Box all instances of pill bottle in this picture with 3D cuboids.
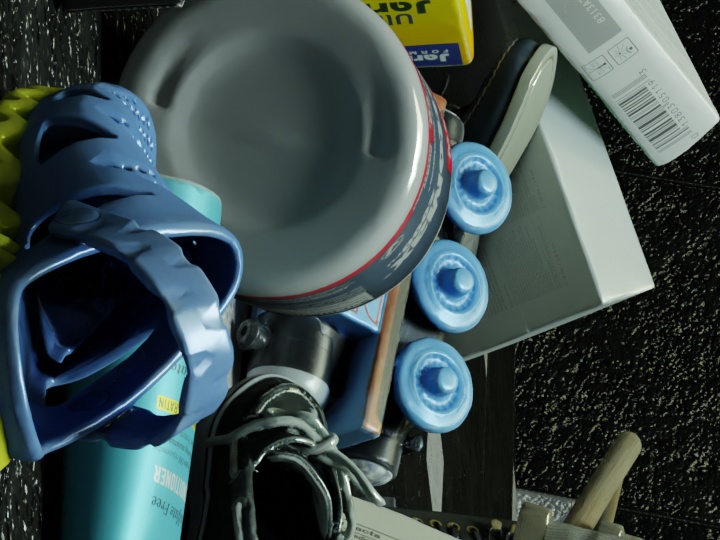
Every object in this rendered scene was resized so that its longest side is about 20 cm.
[{"bbox_3d":[-0.024,-0.043,1.173,0.200,0.119,0.121,33,55,-83],"label":"pill bottle"}]

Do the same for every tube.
[{"bbox_3d":[-0.079,0.070,0.985,0.077,0.050,0.201,41,50,-65],"label":"tube"}]

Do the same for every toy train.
[{"bbox_3d":[0.000,0.000,1.425,0.087,0.114,0.201,-22,-132,51],"label":"toy train"}]

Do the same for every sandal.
[{"bbox_3d":[-0.073,0.002,0.853,0.200,0.086,0.080,-84,168,-63],"label":"sandal"}]

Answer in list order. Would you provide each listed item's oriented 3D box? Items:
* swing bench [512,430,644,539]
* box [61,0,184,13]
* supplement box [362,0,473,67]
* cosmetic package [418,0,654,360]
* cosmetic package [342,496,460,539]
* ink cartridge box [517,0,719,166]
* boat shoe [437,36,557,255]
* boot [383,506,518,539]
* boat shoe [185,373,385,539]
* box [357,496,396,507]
[{"bbox_3d":[0.182,0.178,1.444,0.200,0.198,0.131,-25,128,-69],"label":"swing bench"},{"bbox_3d":[-0.079,-0.200,1.064,0.200,0.044,0.161,-80,166,-65],"label":"box"},{"bbox_3d":[-0.008,-0.186,1.424,0.200,0.109,0.110,72,17,-66],"label":"supplement box"},{"bbox_3d":[0.060,-0.059,1.613,0.052,0.150,0.201,-16,85,-47],"label":"cosmetic package"},{"bbox_3d":[-0.007,0.190,1.229,0.200,0.103,0.088,-80,-166,-58],"label":"cosmetic package"},{"bbox_3d":[0.109,-0.172,1.585,0.161,0.050,0.201,44,16,-42],"label":"ink cartridge box"},{"bbox_3d":[0.043,-0.048,1.547,0.075,0.062,0.201,-42,163,-45],"label":"boat shoe"},{"bbox_3d":[0.021,0.133,1.434,0.200,0.137,0.078,46,41,-80],"label":"boot"},{"bbox_3d":[-0.033,0.091,1.187,0.074,0.068,0.200,42,26,-9],"label":"boat shoe"},{"bbox_3d":[0.006,0.252,1.665,0.162,0.049,0.201,-83,169,-49],"label":"box"}]
